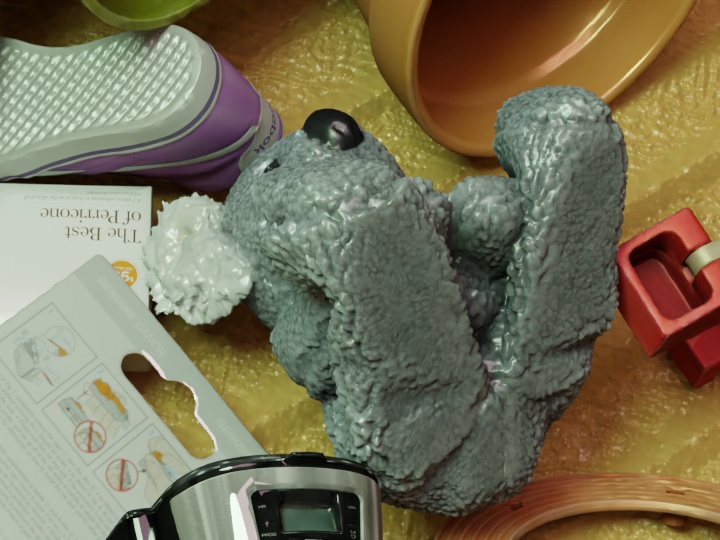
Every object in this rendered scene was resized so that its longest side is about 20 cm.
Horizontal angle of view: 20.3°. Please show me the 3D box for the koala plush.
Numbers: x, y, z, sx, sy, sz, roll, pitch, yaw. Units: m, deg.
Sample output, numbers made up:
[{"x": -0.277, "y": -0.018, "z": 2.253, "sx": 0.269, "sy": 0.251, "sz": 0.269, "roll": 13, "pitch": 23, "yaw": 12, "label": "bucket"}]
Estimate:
[{"x": 0.000, "y": 0.000, "z": 0.923, "sx": 0.176, "sy": 0.185, "sz": 0.200, "roll": -20, "pitch": 29, "yaw": -31, "label": "koala plush"}]

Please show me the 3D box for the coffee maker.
[{"x": -0.050, "y": 0.200, "z": 0.823, "sx": 0.134, "sy": 0.192, "sz": 0.201, "roll": 24, "pitch": 44, "yaw": -43, "label": "coffee maker"}]

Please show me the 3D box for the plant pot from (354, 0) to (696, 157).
[{"x": 0.067, "y": -0.178, "z": 1.025, "sx": 0.199, "sy": 0.201, "sz": 0.140, "roll": -30, "pitch": 54, "yaw": -18, "label": "plant pot"}]

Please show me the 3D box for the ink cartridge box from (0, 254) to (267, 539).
[{"x": -0.149, "y": 0.113, "z": 0.921, "sx": 0.200, "sy": 0.047, "sz": 0.160, "roll": -39, "pitch": 86, "yaw": -26, "label": "ink cartridge box"}]

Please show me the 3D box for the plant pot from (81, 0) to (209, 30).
[{"x": -0.139, "y": -0.244, "z": 0.915, "sx": 0.192, "sy": 0.201, "sz": 0.201, "roll": 31, "pitch": 65, "yaw": 21, "label": "plant pot"}]

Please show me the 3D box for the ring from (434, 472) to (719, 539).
[{"x": 0.130, "y": 0.138, "z": 0.898, "sx": 0.199, "sy": 0.201, "sz": 0.019, "roll": 1, "pitch": 107, "yaw": -6, "label": "ring"}]

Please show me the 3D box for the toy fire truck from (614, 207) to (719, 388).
[{"x": 0.200, "y": -0.005, "z": 0.972, "sx": 0.199, "sy": 0.141, "sz": 0.049, "roll": -26, "pitch": 70, "yaw": -17, "label": "toy fire truck"}]

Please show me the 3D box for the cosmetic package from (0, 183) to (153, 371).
[{"x": -0.201, "y": 0.002, "z": 0.978, "sx": 0.198, "sy": 0.051, "sz": 0.083, "roll": 1, "pitch": 66, "yaw": -6, "label": "cosmetic package"}]

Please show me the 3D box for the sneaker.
[{"x": -0.133, "y": -0.067, "z": 1.010, "sx": 0.199, "sy": 0.114, "sz": 0.073, "roll": 2, "pitch": 75, "yaw": 30, "label": "sneaker"}]
